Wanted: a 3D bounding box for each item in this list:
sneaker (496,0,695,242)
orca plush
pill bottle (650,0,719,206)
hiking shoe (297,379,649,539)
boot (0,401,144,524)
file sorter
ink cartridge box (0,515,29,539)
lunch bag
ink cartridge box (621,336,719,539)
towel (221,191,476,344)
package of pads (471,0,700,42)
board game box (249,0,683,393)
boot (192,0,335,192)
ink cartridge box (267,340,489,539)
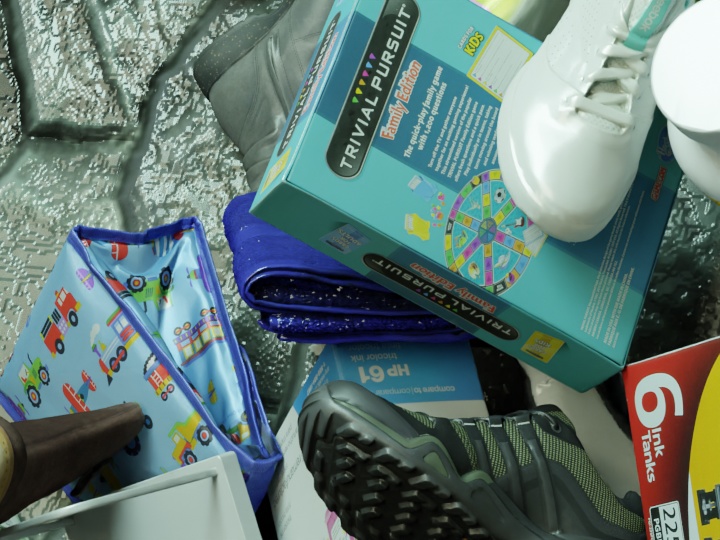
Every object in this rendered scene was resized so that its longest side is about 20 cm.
[{"bbox_3d":[0.129,-0.110,1.317,0.088,0.075,0.200,-44,22,57],"label":"sneaker"},{"bbox_3d":[0.107,0.116,1.410,0.200,0.105,0.071,55,142,18],"label":"orca plush"},{"bbox_3d":[0.222,-0.066,1.329,0.104,0.200,0.105,-13,64,29],"label":"pill bottle"},{"bbox_3d":[0.061,0.104,1.320,0.076,0.200,0.101,-48,13,45],"label":"hiking shoe"},{"bbox_3d":[-0.186,0.096,1.423,0.200,0.166,0.073,-31,82,52],"label":"boot"},{"bbox_3d":[-0.126,0.221,1.427,0.139,0.124,0.201,-21,84,41],"label":"file sorter"},{"bbox_3d":[-0.311,0.143,1.692,0.145,0.048,0.200,-42,53,12],"label":"ink cartridge box"},{"bbox_3d":[-0.118,0.094,1.526,0.200,0.094,0.151,60,139,30],"label":"lunch bag"},{"bbox_3d":[0.219,0.125,1.251,0.175,0.084,0.201,-24,71,56],"label":"ink cartridge box"},{"bbox_3d":[0.000,0.000,1.444,0.200,0.147,0.050,-115,28,-75],"label":"towel"},{"bbox_3d":[0.099,-0.126,1.465,0.068,0.154,0.200,33,90,40],"label":"package of pads"},{"bbox_3d":[0.061,-0.051,1.342,0.047,0.200,0.151,-40,25,58],"label":"board game box"},{"bbox_3d":[-0.005,-0.124,1.599,0.200,0.070,0.132,-43,55,25],"label":"boot"},{"bbox_3d":[0.021,0.153,1.403,0.145,0.084,0.200,118,143,-52],"label":"ink cartridge box"}]
